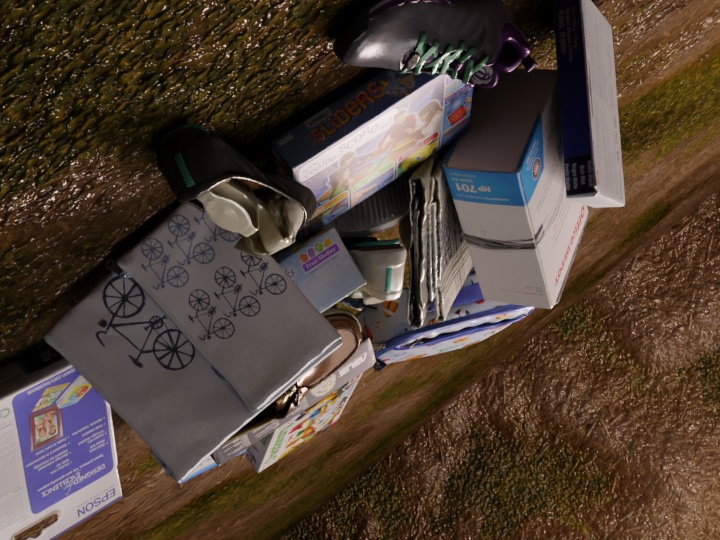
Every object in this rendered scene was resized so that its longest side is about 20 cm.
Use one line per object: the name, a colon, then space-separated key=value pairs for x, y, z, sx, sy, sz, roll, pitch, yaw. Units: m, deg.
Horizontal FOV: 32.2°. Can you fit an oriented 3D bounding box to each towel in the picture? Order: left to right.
towel: x=0.099 y=-0.061 z=1.285 sx=0.200 sy=0.034 sz=0.193 roll=-52 pitch=150 yaw=-46

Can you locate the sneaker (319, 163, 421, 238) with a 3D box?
sneaker: x=0.007 y=-0.061 z=1.275 sx=0.200 sy=0.073 sz=0.114 roll=-28 pitch=168 yaw=-44

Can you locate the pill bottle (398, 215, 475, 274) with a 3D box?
pill bottle: x=0.147 y=-0.083 z=1.457 sx=0.200 sy=0.116 sz=0.116 roll=-44 pitch=164 yaw=29

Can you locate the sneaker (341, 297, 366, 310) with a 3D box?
sneaker: x=0.002 y=0.016 z=1.509 sx=0.076 sy=0.077 sz=0.200 roll=-42 pitch=167 yaw=14

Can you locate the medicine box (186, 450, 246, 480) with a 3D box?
medicine box: x=-0.143 y=0.144 z=1.522 sx=0.182 sy=0.103 sz=0.200 roll=-20 pitch=158 yaw=-48

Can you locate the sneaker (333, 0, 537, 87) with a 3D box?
sneaker: x=0.069 y=-0.183 z=1.001 sx=0.200 sy=0.088 sz=0.074 roll=-24 pitch=161 yaw=-43

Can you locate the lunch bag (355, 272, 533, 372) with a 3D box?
lunch bag: x=0.089 y=0.052 z=1.412 sx=0.199 sy=0.076 sz=0.160 roll=-14 pitch=170 yaw=-24

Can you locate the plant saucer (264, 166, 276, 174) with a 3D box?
plant saucer: x=-0.026 y=-0.107 z=1.167 sx=0.200 sy=0.019 sz=0.070 roll=-32 pitch=165 yaw=-22

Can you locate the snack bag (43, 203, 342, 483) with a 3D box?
snack bag: x=-0.147 y=0.057 z=1.073 sx=0.200 sy=0.189 sz=0.021 roll=-40 pitch=-168 yaw=2

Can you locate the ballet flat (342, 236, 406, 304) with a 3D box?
ballet flat: x=0.000 y=0.000 z=1.237 sx=0.069 sy=0.070 sz=0.200 roll=-34 pitch=-170 yaw=-10

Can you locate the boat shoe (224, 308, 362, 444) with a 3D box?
boat shoe: x=-0.080 y=0.112 z=1.201 sx=0.200 sy=0.068 sz=0.072 roll=-32 pitch=123 yaw=-1

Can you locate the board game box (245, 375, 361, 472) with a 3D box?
board game box: x=-0.071 y=0.172 z=1.501 sx=0.126 sy=0.035 sz=0.200 roll=-31 pitch=165 yaw=-22

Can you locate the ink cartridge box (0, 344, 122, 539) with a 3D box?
ink cartridge box: x=-0.321 y=0.178 z=1.156 sx=0.197 sy=0.047 sz=0.201 roll=-28 pitch=137 yaw=-35

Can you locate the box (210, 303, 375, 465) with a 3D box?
box: x=-0.109 y=0.090 z=1.310 sx=0.200 sy=0.161 sz=0.049 roll=-33 pitch=137 yaw=-17

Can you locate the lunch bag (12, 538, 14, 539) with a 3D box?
lunch bag: x=-0.432 y=0.269 z=1.204 sx=0.170 sy=0.122 sz=0.200 roll=-24 pitch=152 yaw=-34

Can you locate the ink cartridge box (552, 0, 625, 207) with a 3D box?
ink cartridge box: x=0.222 y=-0.166 z=1.233 sx=0.040 sy=0.201 sz=0.200 roll=-5 pitch=176 yaw=19

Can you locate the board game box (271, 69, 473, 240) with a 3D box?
board game box: x=0.015 y=-0.121 z=1.119 sx=0.200 sy=0.034 sz=0.136 roll=-34 pitch=159 yaw=-15

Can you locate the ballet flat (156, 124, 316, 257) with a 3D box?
ballet flat: x=-0.092 y=-0.049 z=0.993 sx=0.068 sy=0.069 sz=0.200 roll=-32 pitch=152 yaw=19

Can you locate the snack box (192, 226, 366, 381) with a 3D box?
snack box: x=-0.101 y=0.031 z=1.204 sx=0.168 sy=0.068 sz=0.200 roll=-33 pitch=-171 yaw=-15

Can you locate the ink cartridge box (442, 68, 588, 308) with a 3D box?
ink cartridge box: x=0.163 y=-0.082 z=1.269 sx=0.200 sy=0.086 sz=0.147 roll=70 pitch=36 yaw=-45
